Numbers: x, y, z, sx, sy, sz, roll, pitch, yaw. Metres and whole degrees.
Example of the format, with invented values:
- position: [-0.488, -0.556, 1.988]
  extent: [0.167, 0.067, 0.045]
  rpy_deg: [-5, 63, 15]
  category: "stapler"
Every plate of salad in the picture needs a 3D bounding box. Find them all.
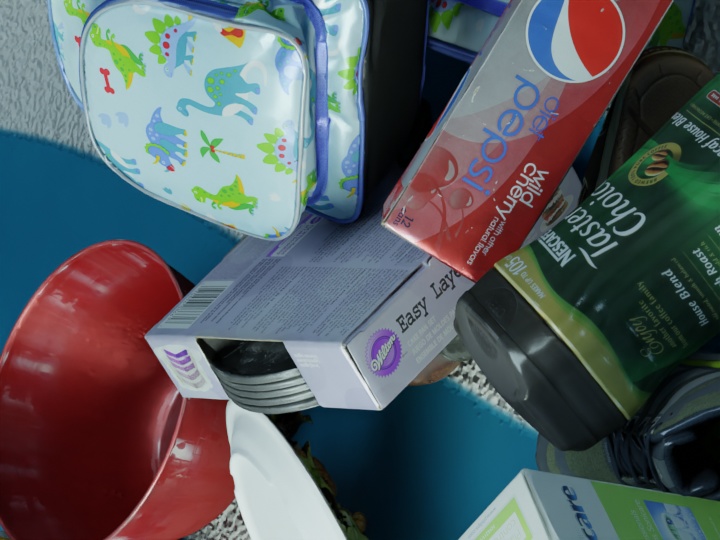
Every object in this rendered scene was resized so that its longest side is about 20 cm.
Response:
- position: [-0.019, 0.156, 1.580]
  extent: [0.200, 0.048, 0.200]
  rpy_deg: [57, 164, 27]
  category: "plate of salad"

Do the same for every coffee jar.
- position: [0.144, -0.004, 1.380]
  extent: [0.200, 0.085, 0.104]
  rpy_deg: [-41, 33, -1]
  category: "coffee jar"

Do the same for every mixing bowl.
- position: [-0.129, 0.090, 1.731]
  extent: [0.200, 0.108, 0.200]
  rpy_deg: [-22, 59, 43]
  category: "mixing bowl"

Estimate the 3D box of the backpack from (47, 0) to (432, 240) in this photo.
- position: [-0.076, -0.126, 1.542]
  extent: [0.200, 0.147, 0.183]
  rpy_deg: [21, 134, 21]
  category: "backpack"

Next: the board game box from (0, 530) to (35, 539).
- position: [-0.200, 0.228, 1.717]
  extent: [0.103, 0.200, 0.105]
  rpy_deg: [42, 113, 47]
  category: "board game box"

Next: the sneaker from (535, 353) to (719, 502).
- position: [0.157, 0.080, 1.389]
  extent: [0.200, 0.081, 0.074]
  rpy_deg: [-18, 100, 45]
  category: "sneaker"

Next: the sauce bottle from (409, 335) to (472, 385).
- position: [0.017, 0.036, 1.610]
  extent: [0.200, 0.066, 0.066]
  rpy_deg: [-10, 73, 48]
  category: "sauce bottle"

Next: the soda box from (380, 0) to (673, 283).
- position: [0.090, -0.093, 1.431]
  extent: [0.200, 0.070, 0.063]
  rpy_deg: [-58, 5, 8]
  category: "soda box"

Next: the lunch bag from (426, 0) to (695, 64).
- position: [0.102, -0.178, 1.547]
  extent: [0.200, 0.082, 0.161]
  rpy_deg: [29, 107, 51]
  category: "lunch bag"

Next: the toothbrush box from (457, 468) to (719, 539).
- position: [0.123, 0.181, 1.335]
  extent: [0.146, 0.200, 0.086]
  rpy_deg: [-51, 47, 31]
  category: "toothbrush box"

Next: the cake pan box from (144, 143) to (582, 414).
- position: [0.000, 0.000, 1.556]
  extent: [0.184, 0.052, 0.200]
  rpy_deg: [-3, 35, 51]
  category: "cake pan box"

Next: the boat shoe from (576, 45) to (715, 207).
- position: [0.144, -0.019, 1.476]
  extent: [0.075, 0.075, 0.202]
  rpy_deg: [-108, 34, -74]
  category: "boat shoe"
